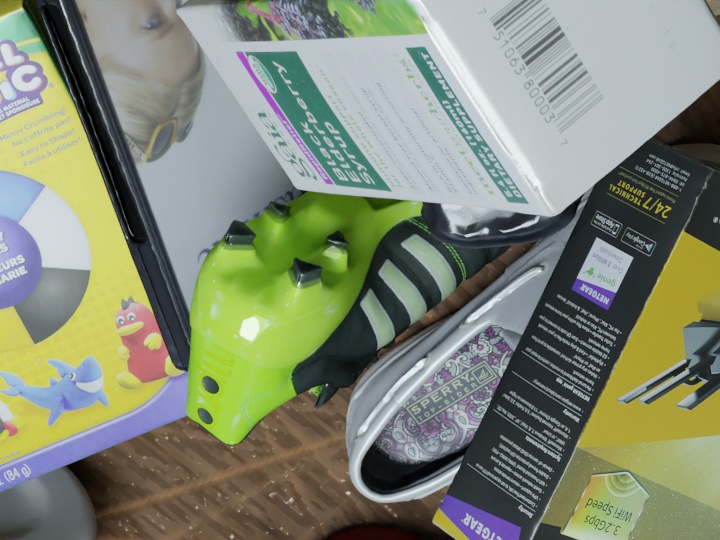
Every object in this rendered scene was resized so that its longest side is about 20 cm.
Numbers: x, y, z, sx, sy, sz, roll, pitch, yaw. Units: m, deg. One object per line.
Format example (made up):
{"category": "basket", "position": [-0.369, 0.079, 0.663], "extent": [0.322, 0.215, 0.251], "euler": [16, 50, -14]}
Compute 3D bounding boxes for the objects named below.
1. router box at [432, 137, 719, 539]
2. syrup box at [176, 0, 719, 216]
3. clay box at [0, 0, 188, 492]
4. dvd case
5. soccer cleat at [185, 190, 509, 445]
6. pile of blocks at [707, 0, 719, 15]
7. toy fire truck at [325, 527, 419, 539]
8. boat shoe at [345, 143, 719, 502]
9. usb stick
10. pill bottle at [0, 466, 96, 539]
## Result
{"category": "router box", "position": [0.140, 0.054, 0.955], "extent": [0.199, 0.052, 0.158], "euler": [20, 98, -40]}
{"category": "syrup box", "position": [0.023, -0.074, 0.814], "extent": [0.081, 0.200, 0.079], "euler": [-39, 107, -17]}
{"category": "clay box", "position": [-0.140, -0.021, 0.957], "extent": [0.114, 0.048, 0.201], "euler": [-23, 116, 8]}
{"category": "dvd case", "position": [-0.049, -0.083, 0.955], "extent": [0.017, 0.143, 0.201], "euler": [3, 120, 44]}
{"category": "soccer cleat", "position": [0.000, 0.000, 0.958], "extent": [0.067, 0.200, 0.081], "euler": [32, 123, 22]}
{"category": "pile of blocks", "position": [0.145, -0.113, 0.874], "extent": [0.062, 0.200, 0.083], "euler": [-14, 107, -21]}
{"category": "toy fire truck", "position": [0.054, 0.141, 1.057], "extent": [0.175, 0.129, 0.201], "euler": [13, 99, -2]}
{"category": "boat shoe", "position": [0.073, 0.025, 1.019], "extent": [0.199, 0.069, 0.072], "euler": [-30, 107, 18]}
{"category": "usb stick", "position": [0.062, -0.044, 0.917], "extent": [0.055, 0.200, 0.033], "euler": [-14, 101, 14]}
{"category": "pill bottle", "position": [-0.193, 0.170, 1.088], "extent": [0.119, 0.120, 0.201], "euler": [20, 115, -2]}
